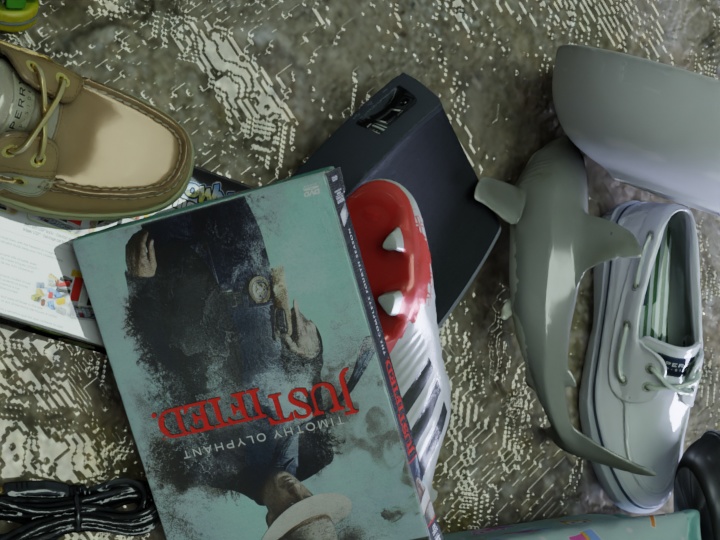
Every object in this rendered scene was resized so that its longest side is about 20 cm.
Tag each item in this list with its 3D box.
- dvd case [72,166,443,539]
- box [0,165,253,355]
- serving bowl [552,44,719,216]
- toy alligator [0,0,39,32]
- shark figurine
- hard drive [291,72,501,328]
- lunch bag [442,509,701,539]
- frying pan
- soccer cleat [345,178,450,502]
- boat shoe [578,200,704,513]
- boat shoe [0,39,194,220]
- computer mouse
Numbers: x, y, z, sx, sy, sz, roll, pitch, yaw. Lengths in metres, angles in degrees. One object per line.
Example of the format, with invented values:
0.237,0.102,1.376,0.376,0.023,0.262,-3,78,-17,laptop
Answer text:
-0.052,0.062,0.703,0.144,0.022,0.203,-13,100,17,dvd case
-0.155,-0.020,0.734,0.198,0.035,0.112,20,78,-25,box
0.204,-0.073,0.841,0.198,0.200,0.067,16,96,-25,serving bowl
-0.177,-0.165,0.724,0.198,0.060,0.055,-9,51,-27,toy alligator
0.130,0.015,0.827,0.128,0.088,0.218,12,73,-60,shark figurine
0.000,0.000,0.786,0.200,0.042,0.136,-49,129,-24,hard drive
0.124,0.250,0.815,0.168,0.122,0.203,-3,83,-28,lunch bag
0.217,0.176,0.881,0.030,0.191,0.116,-6,58,-5,frying pan
0.015,0.049,0.744,0.085,0.068,0.203,-19,112,-56,soccer cleat
0.184,0.055,0.886,0.073,0.067,0.203,-4,89,-27,boat shoe
-0.173,-0.072,0.662,0.197,0.066,0.075,12,81,-15,boat shoe
-0.157,0.210,0.715,0.108,0.044,0.203,4,85,-28,computer mouse
